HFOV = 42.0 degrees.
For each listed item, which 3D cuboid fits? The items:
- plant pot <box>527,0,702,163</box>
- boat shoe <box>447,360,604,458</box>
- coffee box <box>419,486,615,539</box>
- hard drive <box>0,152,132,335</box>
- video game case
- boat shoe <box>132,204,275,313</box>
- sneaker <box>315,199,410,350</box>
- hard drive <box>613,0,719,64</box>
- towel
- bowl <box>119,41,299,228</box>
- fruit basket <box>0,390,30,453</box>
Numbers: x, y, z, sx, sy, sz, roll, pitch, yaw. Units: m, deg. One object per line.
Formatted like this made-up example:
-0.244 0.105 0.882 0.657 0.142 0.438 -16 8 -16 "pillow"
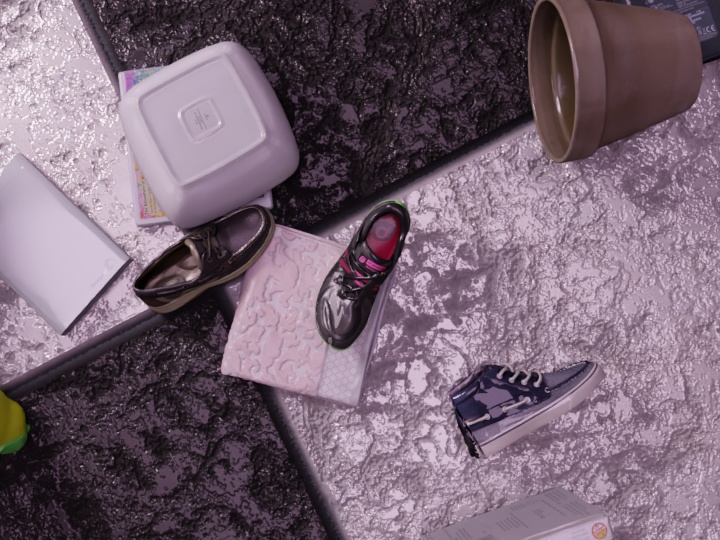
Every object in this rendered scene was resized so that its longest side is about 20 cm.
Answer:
0.312 -0.244 1.146 0.170 0.200 0.204 -9 87 -3 "plant pot"
0.203 0.147 1.179 0.198 0.075 0.094 -32 95 -2 "boat shoe"
0.201 0.395 1.102 0.197 0.200 0.201 -18 87 -3 "coffee box"
-0.409 -0.034 1.206 0.200 0.026 0.132 43 87 2 "hard drive"
-0.213 -0.168 1.219 0.179 0.024 0.204 -7 87 -1 "video game case"
-0.196 -0.016 1.176 0.199 0.065 0.074 -37 71 3 "boat shoe"
0.000 0.000 1.153 0.076 0.084 0.203 24 84 1 "sneaker"
0.406 -0.364 1.237 0.137 0.033 0.203 -18 87 -2 "hard drive"
-0.066 0.058 1.204 0.188 0.032 0.203 15 85 0 "towel"
-0.192 -0.178 1.164 0.197 0.075 0.202 -27 81 -4 "bowl"
-0.511 0.172 1.132 0.154 0.216 0.218 -31 87 -3 "fruit basket"
